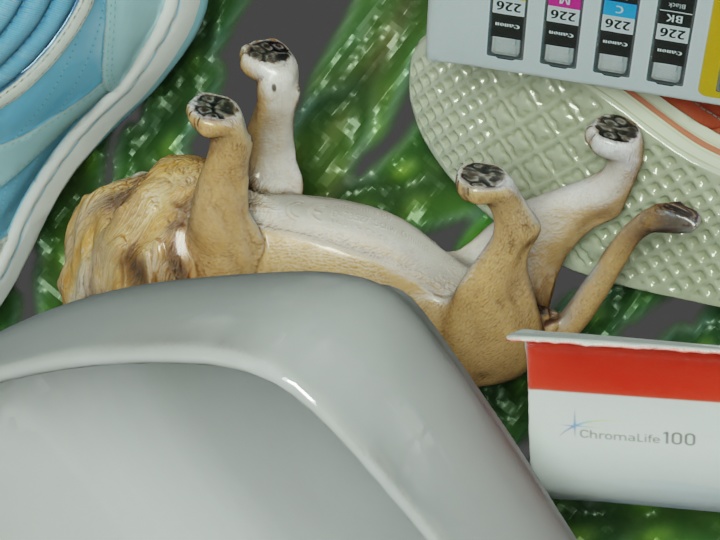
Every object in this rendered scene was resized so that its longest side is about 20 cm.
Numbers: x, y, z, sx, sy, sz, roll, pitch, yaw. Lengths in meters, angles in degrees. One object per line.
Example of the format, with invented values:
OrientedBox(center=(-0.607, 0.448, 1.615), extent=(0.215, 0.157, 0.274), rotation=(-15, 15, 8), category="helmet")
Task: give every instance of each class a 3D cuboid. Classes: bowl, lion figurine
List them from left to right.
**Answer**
OrientedBox(center=(-0.015, 0.079, 0.806), extent=(0.075, 0.199, 0.200), rotation=(-50, 117, -34), category="bowl")
OrientedBox(center=(0.000, 0.000, 0.854), extent=(0.199, 0.073, 0.123), rotation=(17, 128, 11), category="lion figurine")

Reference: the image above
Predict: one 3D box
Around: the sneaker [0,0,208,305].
OrientedBox(center=(-0.146, -0.045, 0.845), extent=(0.080, 0.130, 0.200), rotation=(44, 106, 25), category="sneaker")

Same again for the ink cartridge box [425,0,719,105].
OrientedBox(center=(0.123, -0.102, 0.794), extent=(0.198, 0.176, 0.084), rotation=(9, 54, 6), category="ink cartridge box")

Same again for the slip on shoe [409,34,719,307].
OrientedBox(center=(0.107, -0.032, 0.864), extent=(0.199, 0.061, 0.074), rotation=(20, 128, 20), category="slip on shoe")

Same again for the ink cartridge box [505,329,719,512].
OrientedBox(center=(0.126, 0.049, 0.782), extent=(0.159, 0.200, 0.048), rotation=(4, 87, 9), category="ink cartridge box")

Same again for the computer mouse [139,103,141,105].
OrientedBox(center=(-0.153, -0.113, 0.921), extent=(0.199, 0.034, 0.059), rotation=(34, 107, 2), category="computer mouse")
